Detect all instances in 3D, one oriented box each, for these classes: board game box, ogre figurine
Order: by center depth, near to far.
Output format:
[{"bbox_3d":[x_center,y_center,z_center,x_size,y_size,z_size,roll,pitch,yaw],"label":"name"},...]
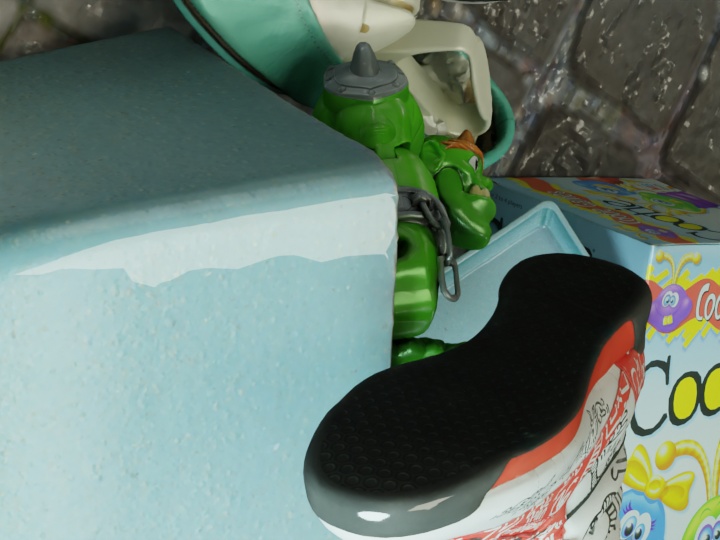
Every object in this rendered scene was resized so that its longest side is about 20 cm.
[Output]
[{"bbox_3d":[0.000,0.000,1.049,0.200,0.098,0.120,58,25,-65],"label":"ogre figurine"},{"bbox_3d":[0.105,0.070,1.229,0.103,0.105,0.201,-2,108,-40],"label":"board game box"}]

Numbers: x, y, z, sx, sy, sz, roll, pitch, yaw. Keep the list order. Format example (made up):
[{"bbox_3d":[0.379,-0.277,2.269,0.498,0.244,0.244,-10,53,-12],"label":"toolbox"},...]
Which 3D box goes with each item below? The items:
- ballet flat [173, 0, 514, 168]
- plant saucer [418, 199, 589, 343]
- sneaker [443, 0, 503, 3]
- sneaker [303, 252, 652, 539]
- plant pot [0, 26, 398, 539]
[{"bbox_3d":[0.002,-0.089,1.084,0.200,0.070,0.068,38,39,-54],"label":"ballet flat"},{"bbox_3d":[0.010,0.055,1.141,0.200,0.019,0.070,-33,86,-3],"label":"plant saucer"},{"bbox_3d":[0.033,-0.138,1.104,0.200,0.085,0.075,9,101,-42],"label":"sneaker"},{"bbox_3d":[0.040,0.076,0.930,0.201,0.067,0.108,-39,139,-59],"label":"sneaker"},{"bbox_3d":[-0.121,0.040,0.977,0.200,0.196,0.196,-7,111,-26],"label":"plant pot"}]
